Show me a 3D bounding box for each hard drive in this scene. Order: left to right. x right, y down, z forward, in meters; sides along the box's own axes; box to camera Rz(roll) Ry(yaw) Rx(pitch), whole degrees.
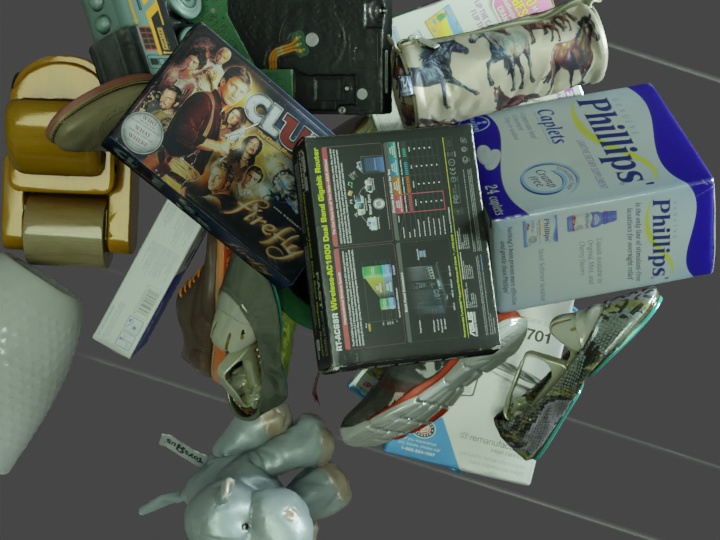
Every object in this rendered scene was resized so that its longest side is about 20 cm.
[{"bbox_3d":[-0.068,-0.215,1.511,0.199,0.038,0.141,1,96,18],"label":"hard drive"}]

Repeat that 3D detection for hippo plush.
[{"bbox_3d":[-0.106,0.204,1.523,0.199,0.161,0.160,17,97,0],"label":"hippo plush"}]

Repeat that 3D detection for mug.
[{"bbox_3d":[-0.364,0.067,1.508,0.200,0.147,0.176,35,87,-37],"label":"mug"}]

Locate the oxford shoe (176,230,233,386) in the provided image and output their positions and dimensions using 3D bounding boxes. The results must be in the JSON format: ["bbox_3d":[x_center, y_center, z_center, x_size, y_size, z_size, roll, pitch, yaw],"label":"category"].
[{"bbox_3d":[-0.142,0.021,1.519,0.073,0.071,0.201,20,126,19],"label":"oxford shoe"}]

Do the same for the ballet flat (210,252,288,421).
[{"bbox_3d":[-0.105,0.067,1.467,0.064,0.201,0.067,-35,53,-25],"label":"ballet flat"}]

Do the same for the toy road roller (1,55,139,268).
[{"bbox_3d":[-0.277,-0.099,1.501,0.122,0.146,0.201,2,97,2],"label":"toy road roller"}]

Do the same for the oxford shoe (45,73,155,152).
[{"bbox_3d":[-0.176,-0.126,1.412,0.199,0.071,0.075,-15,65,-33],"label":"oxford shoe"}]

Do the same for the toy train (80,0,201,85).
[{"bbox_3d":[-0.205,-0.241,1.479,0.085,0.114,0.201,-20,85,34],"label":"toy train"}]

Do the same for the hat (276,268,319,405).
[{"bbox_3d":[0.000,0.000,1.522,0.199,0.176,0.166,-23,71,8],"label":"hat"}]

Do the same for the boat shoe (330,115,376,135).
[{"bbox_3d":[-0.046,-0.064,1.540,0.063,0.073,0.200,39,109,-13],"label":"boat shoe"}]

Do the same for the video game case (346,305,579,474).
[{"bbox_3d":[0.103,0.079,1.575,0.143,0.018,0.200,38,96,-3],"label":"video game case"}]

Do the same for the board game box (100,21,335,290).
[{"bbox_3d":[-0.104,-0.099,1.390,0.200,0.035,0.136,39,69,-13],"label":"board game box"}]

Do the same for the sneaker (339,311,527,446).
[{"bbox_3d":[0.056,0.083,1.461,0.200,0.077,0.082,-37,65,7],"label":"sneaker"}]

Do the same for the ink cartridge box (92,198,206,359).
[{"bbox_3d":[-0.183,-0.018,1.534,0.044,0.094,0.201,29,97,-2],"label":"ink cartridge box"}]

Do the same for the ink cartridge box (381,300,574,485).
[{"bbox_3d":[0.112,0.084,1.524,0.146,0.086,0.201,12,98,1],"label":"ink cartridge box"}]

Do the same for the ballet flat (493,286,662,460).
[{"bbox_3d":[0.184,0.081,1.431,0.072,0.072,0.201,35,110,-2],"label":"ballet flat"}]

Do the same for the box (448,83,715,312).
[{"bbox_3d":[0.195,-0.069,1.450,0.199,0.184,0.105,-10,126,-4],"label":"box"}]

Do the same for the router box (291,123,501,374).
[{"bbox_3d":[0.029,-0.018,1.369,0.149,0.062,0.201,-5,83,-14],"label":"router box"}]

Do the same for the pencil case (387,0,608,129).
[{"bbox_3d":[0.125,-0.190,1.462,0.199,0.078,0.090,-15,128,-3],"label":"pencil case"}]

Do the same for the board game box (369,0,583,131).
[{"bbox_3d":[0.100,-0.186,1.533,0.199,0.040,0.154,-18,96,4],"label":"board game box"}]
